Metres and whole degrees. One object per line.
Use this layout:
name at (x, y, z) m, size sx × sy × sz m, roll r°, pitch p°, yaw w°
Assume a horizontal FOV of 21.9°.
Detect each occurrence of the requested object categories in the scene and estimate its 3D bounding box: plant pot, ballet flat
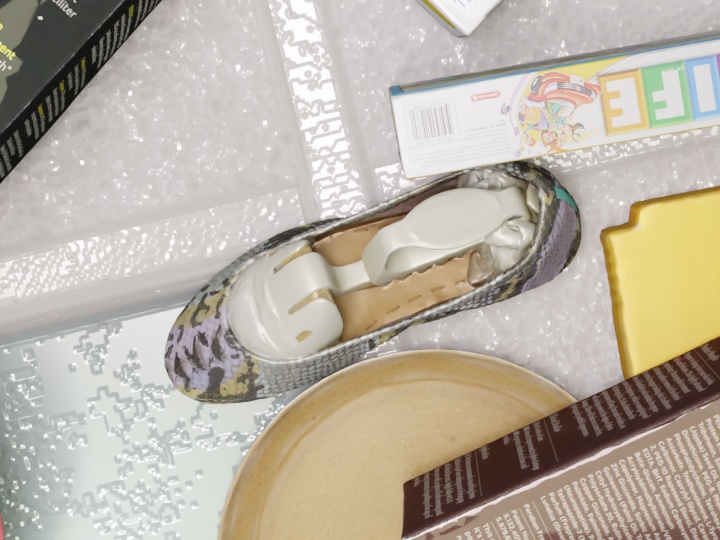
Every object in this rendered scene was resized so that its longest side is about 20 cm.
plant pot at (0.033, 0.133, 0.858) m, size 0.199 × 0.027 × 0.201 m, roll 0°, pitch 97°, yaw -1°
ballet flat at (0.000, 0.000, 0.819) m, size 0.200 × 0.072 × 0.072 m, roll -22°, pitch 96°, yaw 3°

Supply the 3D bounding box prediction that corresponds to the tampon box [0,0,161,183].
tampon box at (-0.175, -0.123, 0.758) m, size 0.150 × 0.126 × 0.200 m, roll 42°, pitch 81°, yaw -5°

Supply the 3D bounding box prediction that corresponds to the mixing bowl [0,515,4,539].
mixing bowl at (-0.245, 0.109, 0.815) m, size 0.200 × 0.108 × 0.201 m, roll 0°, pitch 98°, yaw 1°

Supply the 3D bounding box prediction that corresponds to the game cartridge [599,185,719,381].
game cartridge at (0.211, 0.054, 0.847) m, size 0.176 × 0.032 × 0.201 m, roll -10°, pitch 94°, yaw 2°

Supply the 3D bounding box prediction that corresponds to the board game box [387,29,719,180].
board game box at (0.112, -0.076, 0.777) m, size 0.199 × 0.134 × 0.034 m, roll -10°, pitch 97°, yaw 2°

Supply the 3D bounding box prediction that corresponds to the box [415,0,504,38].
box at (0.010, -0.205, 0.778) m, size 0.112 × 0.101 × 0.200 m, roll -45°, pitch 95°, yaw 5°

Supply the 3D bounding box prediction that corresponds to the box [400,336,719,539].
box at (0.120, 0.091, 0.788) m, size 0.200 × 0.100 × 0.075 m, roll -27°, pitch 96°, yaw 5°
